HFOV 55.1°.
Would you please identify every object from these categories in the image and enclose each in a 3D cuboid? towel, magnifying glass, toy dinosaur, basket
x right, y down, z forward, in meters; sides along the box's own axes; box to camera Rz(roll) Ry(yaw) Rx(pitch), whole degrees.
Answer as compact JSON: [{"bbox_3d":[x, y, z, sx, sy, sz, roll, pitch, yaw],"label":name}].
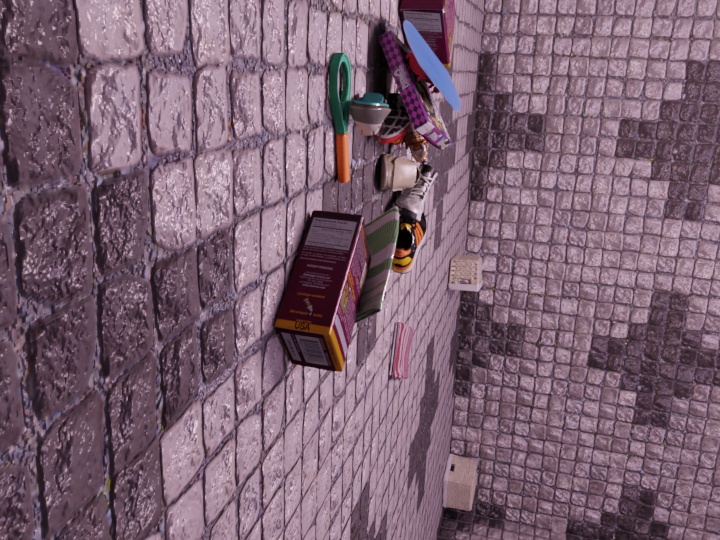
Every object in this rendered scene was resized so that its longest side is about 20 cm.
[{"bbox_3d":[0.113,0.219,1.876,0.200,0.022,0.149,34,62,-74],"label":"towel"},{"bbox_3d":[-0.030,-0.243,1.111,0.080,0.022,0.206,-59,152,-61],"label":"magnifying glass"},{"bbox_3d":[0.126,-0.337,1.542,0.135,0.099,0.207,22,75,-71],"label":"toy dinosaur"},{"bbox_3d":[0.000,0.000,1.128,0.023,0.151,0.204,35,50,-26],"label":"towel"},{"bbox_3d":[0.519,1.109,3.611,0.199,0.156,0.206,-58,149,-58],"label":"basket"},{"bbox_3d":[0.445,0.009,2.902,0.200,0.131,0.128,-28,121,-73],"label":"basket"}]

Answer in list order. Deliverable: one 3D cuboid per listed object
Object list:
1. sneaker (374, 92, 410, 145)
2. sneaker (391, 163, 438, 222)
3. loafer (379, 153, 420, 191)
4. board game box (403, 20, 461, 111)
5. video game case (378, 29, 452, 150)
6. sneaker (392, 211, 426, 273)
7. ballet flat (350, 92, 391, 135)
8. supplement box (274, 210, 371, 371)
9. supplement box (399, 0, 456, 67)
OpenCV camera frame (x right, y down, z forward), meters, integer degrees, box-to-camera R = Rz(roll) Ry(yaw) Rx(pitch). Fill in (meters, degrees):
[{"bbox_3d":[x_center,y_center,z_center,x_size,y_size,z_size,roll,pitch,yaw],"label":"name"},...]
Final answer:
[{"bbox_3d":[0.073,-0.292,1.403,0.201,0.075,0.087,-63,160,-55],"label":"sneaker"},{"bbox_3d":[0.128,-0.189,1.598,0.201,0.074,0.118,-69,-177,-71],"label":"sneaker"},{"bbox_3d":[0.087,-0.214,1.497,0.200,0.066,0.078,-41,135,-70],"label":"loafer"},{"bbox_3d":[0.128,-0.389,1.353,0.199,0.038,0.161,42,31,-34],"label":"board game box"},{"bbox_3d":[0.112,-0.356,1.380,0.180,0.035,0.205,9,59,-67],"label":"video game case"},{"bbox_3d":[0.118,-0.094,1.668,0.091,0.068,0.204,83,21,-52],"label":"sneaker"},{"bbox_3d":[0.018,-0.258,1.160,0.201,0.065,0.066,-77,174,-71],"label":"ballet flat"},{"bbox_3d":[-0.049,0.027,1.012,0.112,0.083,0.204,77,24,-55],"label":"supplement box"},{"bbox_3d":[0.157,-0.573,1.556,0.201,0.100,0.135,62,37,-67],"label":"supplement box"}]
